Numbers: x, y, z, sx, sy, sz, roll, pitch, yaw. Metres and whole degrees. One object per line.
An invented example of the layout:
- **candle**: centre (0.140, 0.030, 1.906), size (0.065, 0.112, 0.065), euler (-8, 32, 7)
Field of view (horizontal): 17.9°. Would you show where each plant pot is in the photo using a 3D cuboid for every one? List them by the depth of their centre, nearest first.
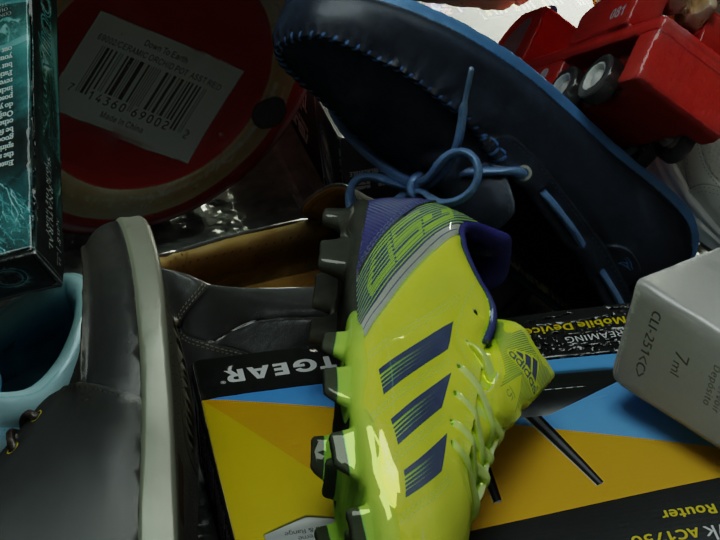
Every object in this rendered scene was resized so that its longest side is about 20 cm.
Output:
- **plant pot**: centre (-0.120, -0.133, 0.994), size (0.199, 0.202, 0.183), euler (-17, 41, -20)

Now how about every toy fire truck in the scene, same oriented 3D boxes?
- **toy fire truck**: centre (0.123, -0.111, 0.903), size (0.200, 0.049, 0.142), euler (-12, 48, 62)

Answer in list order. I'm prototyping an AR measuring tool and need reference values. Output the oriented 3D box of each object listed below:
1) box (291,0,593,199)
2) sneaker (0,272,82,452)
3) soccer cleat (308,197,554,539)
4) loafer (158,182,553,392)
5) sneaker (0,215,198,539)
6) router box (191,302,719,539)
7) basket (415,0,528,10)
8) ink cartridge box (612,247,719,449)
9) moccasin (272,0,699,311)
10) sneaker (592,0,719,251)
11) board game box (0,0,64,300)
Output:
- **box**: centre (0.039, -0.105, 1.077), size (0.159, 0.044, 0.200), euler (-12, 35, -12)
- **sneaker**: centre (-0.162, 0.064, 0.808), size (0.073, 0.082, 0.200), euler (18, 39, 30)
- **soccer cleat**: centre (0.026, 0.041, 0.748), size (0.083, 0.065, 0.201), euler (4, 36, -5)
- **loafer**: centre (0.000, 0.000, 0.898), size (0.199, 0.073, 0.073), euler (-26, 39, -31)
- **sneaker**: centre (-0.110, 0.070, 0.761), size (0.105, 0.075, 0.201), euler (-6, 56, 1)
- **router box**: centre (0.050, 0.079, 0.795), size (0.198, 0.051, 0.150), euler (-8, 34, -10)
- **basket**: centre (0.027, -0.225, 0.900), size (0.161, 0.198, 0.199), euler (52, 26, 21)
- **ink cartridge box**: centre (0.216, 0.038, 0.798), size (0.199, 0.045, 0.176), euler (-19, 42, -42)
- **moccasin**: centre (0.049, -0.036, 0.865), size (0.080, 0.199, 0.069), euler (-20, 43, 61)
- **sneaker**: centre (0.159, -0.091, 0.954), size (0.075, 0.092, 0.201), euler (1, 54, -31)
- **board game box**: centre (-0.207, -0.033, 0.855), size (0.198, 0.028, 0.136), euler (-14, 58, 13)
